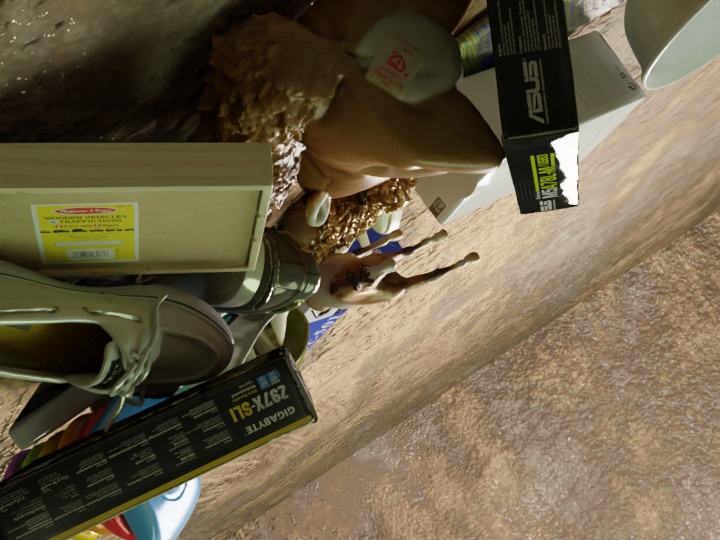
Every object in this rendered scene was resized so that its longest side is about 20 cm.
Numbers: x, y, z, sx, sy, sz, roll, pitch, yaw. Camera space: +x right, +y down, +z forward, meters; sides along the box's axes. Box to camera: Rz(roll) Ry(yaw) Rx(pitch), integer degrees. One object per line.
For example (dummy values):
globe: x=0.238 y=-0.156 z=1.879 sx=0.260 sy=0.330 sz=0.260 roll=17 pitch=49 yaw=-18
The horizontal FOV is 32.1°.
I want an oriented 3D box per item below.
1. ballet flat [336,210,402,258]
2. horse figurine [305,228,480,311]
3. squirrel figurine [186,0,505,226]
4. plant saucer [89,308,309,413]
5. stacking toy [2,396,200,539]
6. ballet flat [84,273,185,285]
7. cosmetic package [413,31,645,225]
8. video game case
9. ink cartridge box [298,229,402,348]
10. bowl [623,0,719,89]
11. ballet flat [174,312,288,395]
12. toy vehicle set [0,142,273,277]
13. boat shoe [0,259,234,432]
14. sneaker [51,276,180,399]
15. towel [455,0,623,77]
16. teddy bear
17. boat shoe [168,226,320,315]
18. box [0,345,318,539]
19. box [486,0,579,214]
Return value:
ballet flat: x=0.000 y=-0.048 z=1.130 sx=0.070 sy=0.065 sz=0.200 roll=-22 pitch=162 yaw=-49
horse figurine: x=0.000 y=0.000 z=1.019 sx=0.132 sy=0.050 sz=0.200 roll=-23 pitch=-167 yaw=-29
squirrel figurine: x=-0.025 y=-0.100 z=0.810 sx=0.200 sy=0.142 sz=0.187 roll=-9 pitch=170 yaw=-21
plant saucer: x=-0.135 y=0.089 z=1.081 sx=0.200 sy=0.031 sz=0.200 roll=-15 pitch=-154 yaw=7
stacking toy: x=-0.233 y=0.169 z=0.965 sx=0.200 sy=0.116 sz=0.110 roll=-18 pitch=-162 yaw=20
ballet flat: x=-0.179 y=0.007 z=0.891 sx=0.072 sy=0.068 sz=0.200 roll=-3 pitch=160 yaw=-34
cosmetic package: x=0.137 y=-0.124 z=1.072 sx=0.200 sy=0.081 sz=0.113 roll=-23 pitch=163 yaw=-41
video game case: x=-0.187 y=0.063 z=1.022 sx=0.200 sy=0.023 sz=0.182 roll=-34 pitch=-171 yaw=-2
ink cartridge box: x=-0.048 y=0.029 z=1.329 sx=0.094 sy=0.044 sz=0.200 roll=-18 pitch=159 yaw=-46
bowl: x=0.296 y=-0.253 z=1.065 sx=0.201 sy=0.090 sz=0.201 roll=-33 pitch=166 yaw=-10
ballet flat: x=-0.097 y=0.055 z=1.023 sx=0.067 sy=0.064 sz=0.200 roll=-30 pitch=-170 yaw=32
toy vehicle set: x=-0.153 y=-0.031 z=0.701 sx=0.200 sy=0.027 sz=0.124 roll=-1 pitch=158 yaw=-12
boat shoe: x=-0.151 y=0.049 z=0.729 sx=0.202 sy=0.086 sz=0.075 roll=19 pitch=115 yaw=-40
sneaker: x=-0.186 y=0.028 z=0.816 sx=0.200 sy=0.076 sz=0.077 roll=13 pitch=148 yaw=-35
towel: x=0.139 y=-0.199 z=1.030 sx=0.200 sy=0.023 sz=0.144 roll=-35 pitch=168 yaw=-1
teddy bear: x=-0.014 y=-0.045 z=0.975 sx=0.145 sy=0.067 sz=0.200 roll=-41 pitch=-175 yaw=29
boat shoe: x=-0.095 y=-0.002 z=0.889 sx=0.060 sy=0.072 sz=0.202 roll=10 pitch=179 yaw=-27
box: x=-0.128 y=0.111 z=0.799 sx=0.200 sy=0.049 sz=0.160 roll=-25 pitch=-178 yaw=-4
box: x=0.099 y=-0.149 z=0.740 sx=0.047 sy=0.200 sz=0.193 roll=-7 pitch=171 yaw=11
